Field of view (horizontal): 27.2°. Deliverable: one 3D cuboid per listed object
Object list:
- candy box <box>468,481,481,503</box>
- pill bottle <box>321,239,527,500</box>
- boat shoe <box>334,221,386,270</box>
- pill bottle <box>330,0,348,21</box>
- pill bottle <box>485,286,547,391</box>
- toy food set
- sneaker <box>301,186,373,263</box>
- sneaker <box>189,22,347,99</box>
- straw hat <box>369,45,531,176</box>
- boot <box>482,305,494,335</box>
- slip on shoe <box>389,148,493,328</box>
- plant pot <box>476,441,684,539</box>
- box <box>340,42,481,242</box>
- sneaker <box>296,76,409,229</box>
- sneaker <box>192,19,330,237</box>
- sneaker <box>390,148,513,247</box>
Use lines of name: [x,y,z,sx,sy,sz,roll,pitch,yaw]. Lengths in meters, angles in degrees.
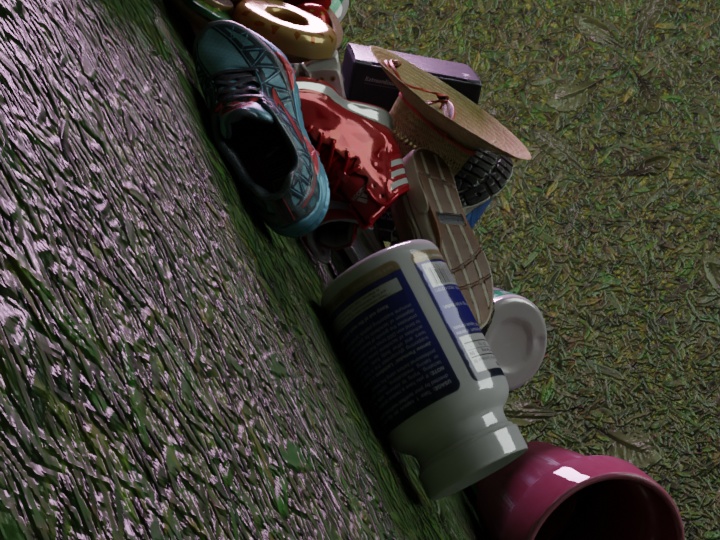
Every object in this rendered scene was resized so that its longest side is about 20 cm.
candy box: [0.157,0.229,1.779,0.201,0.077,0.169,59,4,-19]
pill bottle: [0.056,0.085,1.268,0.201,0.115,0.116,63,5,15]
boat shoe: [0.000,-0.001,1.556,0.075,0.064,0.203,85,-14,-67]
pill bottle: [-0.114,-0.320,1.563,0.200,0.113,0.113,47,10,-22]
pill bottle: [0.120,0.066,1.758,0.200,0.113,0.113,19,-35,57]
toy food set: [-0.104,-0.263,1.406,0.197,0.049,0.200,27,31,-3]
sneaker: [-0.008,-0.064,1.476,0.199,0.071,0.113,4,55,-53]
sneaker: [-0.081,-0.202,1.456,0.201,0.115,0.074,57,8,-28]
straw hat: [0.070,-0.138,1.520,0.200,0.085,0.201,33,15,-10]
boot: [0.075,0.054,1.480,0.204,0.073,0.154,65,37,-48]
slip on shoe: [0.070,-0.021,1.428,0.076,0.061,0.201,7,56,-42]
plant pot: [0.218,0.276,1.602,0.201,0.199,0.179,59,-11,-25]
box: [0.040,-0.140,1.669,0.104,0.147,0.201,-108,-151,-70]
sneaker: [-0.025,-0.105,1.364,0.199,0.078,0.116,3,53,-42]
sneaker: [-0.085,-0.129,1.210,0.201,0.079,0.096,63,7,18]
sneaker: [0.090,-0.064,1.597,0.078,0.200,0.089,38,-27,8]
